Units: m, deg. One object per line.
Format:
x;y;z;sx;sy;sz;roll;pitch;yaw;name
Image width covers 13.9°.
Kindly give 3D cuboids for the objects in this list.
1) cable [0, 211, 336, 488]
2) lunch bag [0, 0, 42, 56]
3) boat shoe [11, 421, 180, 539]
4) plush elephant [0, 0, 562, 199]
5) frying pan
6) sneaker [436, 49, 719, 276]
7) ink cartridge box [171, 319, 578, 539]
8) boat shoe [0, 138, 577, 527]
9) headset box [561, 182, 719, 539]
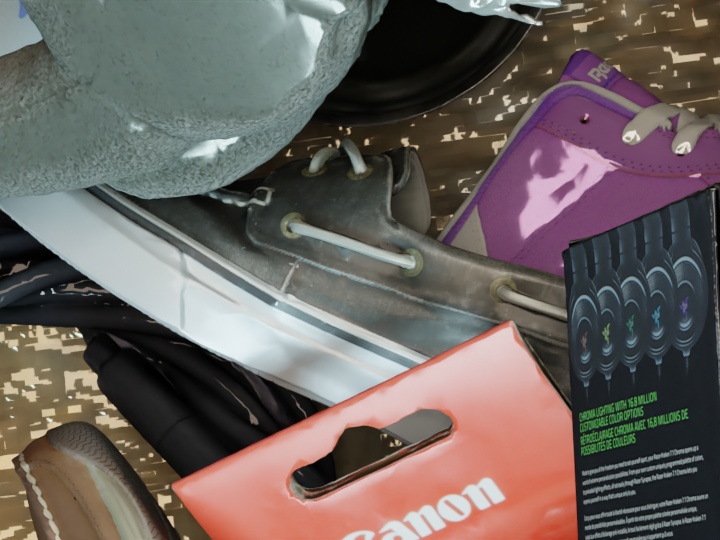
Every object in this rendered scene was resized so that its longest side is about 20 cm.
-0.082;0.077;0.823;0.163;0.051;0.201;-10;80;1;cable
-0.159;-0.114;0.823;0.199;0.127;0.171;-2;89;-3;lunch bag
-0.056;0.138;0.763;0.072;0.076;0.201;-21;85;-3;boat shoe
-0.031;-0.111;0.747;0.199;0.155;0.165;0;122;15;plush elephant
-0.033;-0.093;0.852;0.189;0.031;0.115;-4;77;14;frying pan
0.113;-0.028;0.812;0.200;0.073;0.115;-29;78;1;sneaker
0.045;0.120;0.746;0.109;0.050;0.200;-27;113;22;ink cartridge box
0.000;0.000;0.786;0.200;0.072;0.071;25;91;11;boat shoe
0.143;0.072;0.672;0.174;0.093;0.201;-1;82;-18;headset box
